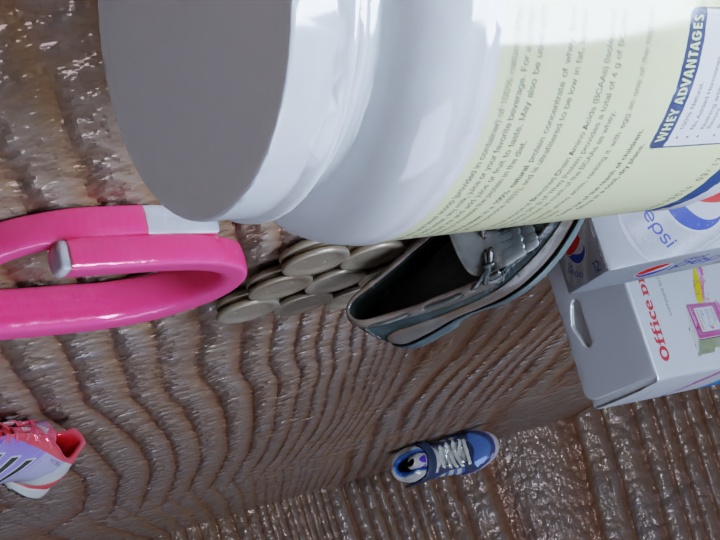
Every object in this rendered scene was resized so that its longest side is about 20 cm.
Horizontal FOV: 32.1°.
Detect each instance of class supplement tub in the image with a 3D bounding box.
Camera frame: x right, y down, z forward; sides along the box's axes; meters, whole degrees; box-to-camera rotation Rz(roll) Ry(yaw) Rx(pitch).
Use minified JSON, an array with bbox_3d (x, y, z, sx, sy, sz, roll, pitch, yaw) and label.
[{"bbox_3d":[0.033,-0.085,0.395,0.199,0.146,0.145,-7,163,-33],"label":"supplement tub"}]

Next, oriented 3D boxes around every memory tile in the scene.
[{"bbox_3d":[0.000,0.000,0.952,0.199,0.017,0.153,-6,162,-36],"label":"memory tile"}]

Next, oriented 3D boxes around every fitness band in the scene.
[{"bbox_3d":[-0.160,0.005,0.741,0.199,0.038,0.143,-3,161,-41],"label":"fitness band"}]

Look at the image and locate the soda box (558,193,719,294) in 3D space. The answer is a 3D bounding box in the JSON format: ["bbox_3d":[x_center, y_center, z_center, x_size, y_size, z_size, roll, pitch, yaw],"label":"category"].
[{"bbox_3d":[0.257,-0.036,1.015,0.198,0.064,0.068,-11,166,-22],"label":"soda box"}]

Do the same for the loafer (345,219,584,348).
[{"bbox_3d":[0.070,-0.006,0.869,0.063,0.072,0.200,11,140,-43],"label":"loafer"}]

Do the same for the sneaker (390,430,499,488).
[{"bbox_3d":[0.154,0.360,2.383,0.198,0.081,0.146,-17,171,23],"label":"sneaker"}]

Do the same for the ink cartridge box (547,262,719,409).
[{"bbox_3d":[0.279,0.036,1.147,0.199,0.146,0.084,-5,162,-39],"label":"ink cartridge box"}]

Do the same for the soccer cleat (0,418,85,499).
[{"bbox_3d":[-0.316,0.159,1.124,0.073,0.068,0.200,-41,161,-1],"label":"soccer cleat"}]
